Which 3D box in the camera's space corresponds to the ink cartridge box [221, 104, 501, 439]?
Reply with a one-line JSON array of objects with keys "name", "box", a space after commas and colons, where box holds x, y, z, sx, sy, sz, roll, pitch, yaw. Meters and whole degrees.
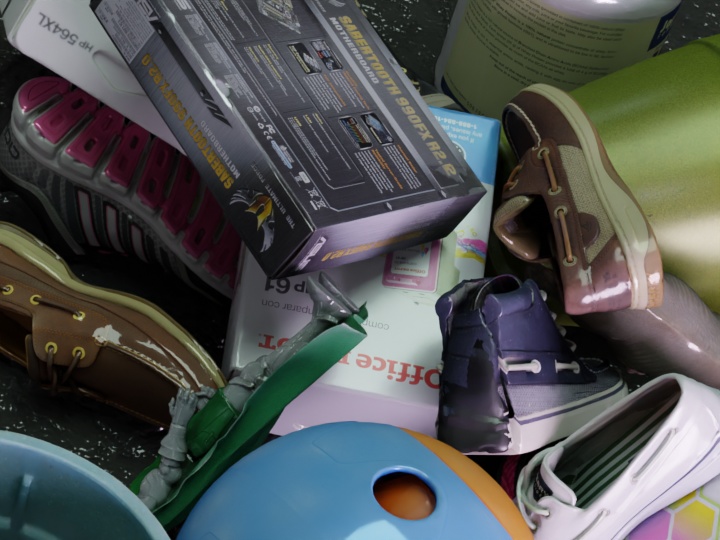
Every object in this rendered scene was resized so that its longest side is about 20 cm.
[{"name": "ink cartridge box", "box": [0.000, 0.000, 1.452, 0.144, 0.085, 0.201, 11, 65, -7]}]

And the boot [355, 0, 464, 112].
[{"name": "boot", "box": [-0.045, -0.124, 1.621, 0.199, 0.073, 0.151, -13, 50, -30]}]

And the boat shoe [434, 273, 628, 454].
[{"name": "boat shoe", "box": [0.101, 0.046, 1.386, 0.074, 0.093, 0.200, -2, 5, 23]}]

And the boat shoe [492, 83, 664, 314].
[{"name": "boat shoe", "box": [0.109, -0.039, 1.391, 0.072, 0.072, 0.200, -17, 40, -7]}]

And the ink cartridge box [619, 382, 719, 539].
[{"name": "ink cartridge box", "box": [0.219, 0.134, 1.341, 0.076, 0.199, 0.148, 36, 36, -41]}]

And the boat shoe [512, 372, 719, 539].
[{"name": "boat shoe", "box": [0.115, 0.122, 1.335, 0.067, 0.200, 0.074, 37, 15, -42]}]

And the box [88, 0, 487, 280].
[{"name": "box", "box": [-0.040, -0.098, 1.377, 0.158, 0.048, 0.200, -15, 65, -50]}]

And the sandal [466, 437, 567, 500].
[{"name": "sandal", "box": [0.111, 0.140, 1.421, 0.075, 0.045, 0.201, 1, 45, -19]}]

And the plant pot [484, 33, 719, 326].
[{"name": "plant pot", "box": [0.176, -0.043, 1.549, 0.192, 0.201, 0.201, -12, 49, -13]}]

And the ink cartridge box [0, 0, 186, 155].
[{"name": "ink cartridge box", "box": [-0.144, -0.154, 1.516, 0.146, 0.085, 0.200, 31, 6, -16]}]

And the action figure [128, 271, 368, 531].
[{"name": "action figure", "box": [-0.078, 0.087, 1.326, 0.055, 0.200, 0.118, 44, 7, 5]}]

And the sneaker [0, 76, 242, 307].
[{"name": "sneaker", "box": [-0.145, -0.037, 1.499, 0.200, 0.087, 0.074, 35, 46, -16]}]

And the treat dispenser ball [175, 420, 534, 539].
[{"name": "treat dispenser ball", "box": [-0.002, 0.177, 1.228, 0.200, 0.201, 0.201, 10, 43, -9]}]

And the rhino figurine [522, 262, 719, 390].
[{"name": "rhino figurine", "box": [0.194, 0.046, 1.446, 0.200, 0.060, 0.087, 34, -6, -20]}]

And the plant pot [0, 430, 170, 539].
[{"name": "plant pot", "box": [-0.193, 0.211, 1.127, 0.199, 0.197, 0.201, 10, 44, -10]}]

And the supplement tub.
[{"name": "supplement tub", "box": [0.141, -0.181, 1.652, 0.144, 0.201, 0.145, 10, 43, -9]}]

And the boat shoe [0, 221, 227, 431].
[{"name": "boat shoe", "box": [-0.165, 0.046, 1.408, 0.200, 0.072, 0.068, 30, 48, 21]}]
